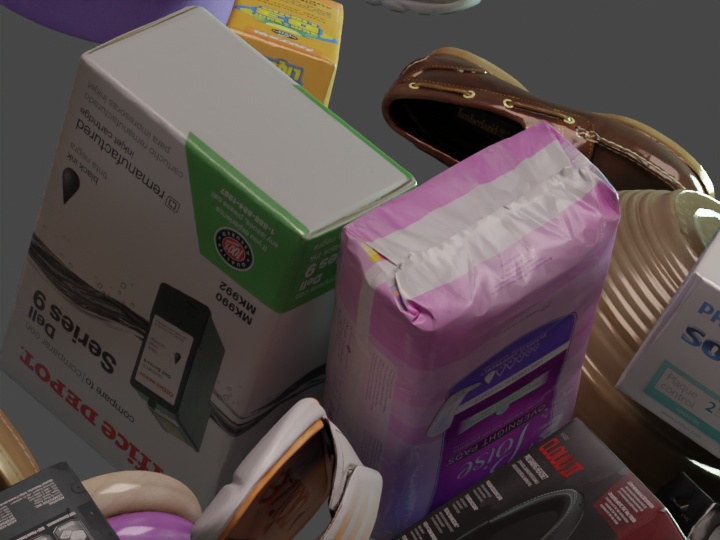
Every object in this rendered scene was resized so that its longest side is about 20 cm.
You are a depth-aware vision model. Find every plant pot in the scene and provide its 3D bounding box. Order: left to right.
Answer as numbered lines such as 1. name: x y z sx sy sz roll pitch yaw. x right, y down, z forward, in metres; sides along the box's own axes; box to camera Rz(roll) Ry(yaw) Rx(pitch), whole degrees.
1. plant pot: 0.169 0.023 1.353 0.200 0.093 0.201 35 26 -20

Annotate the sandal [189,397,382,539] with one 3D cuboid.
1. sandal: -0.021 0.109 1.139 0.059 0.079 0.207 39 -4 10

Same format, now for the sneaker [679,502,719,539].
1. sneaker: 0.190 0.167 1.215 0.199 0.075 0.116 20 70 -4

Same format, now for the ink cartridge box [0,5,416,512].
1. ink cartridge box: -0.077 0.003 1.212 0.146 0.201 0.084 38 42 21

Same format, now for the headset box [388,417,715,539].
1. headset box: 0.056 0.147 1.037 0.077 0.200 0.149 56 -1 -13

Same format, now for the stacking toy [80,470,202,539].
1. stacking toy: -0.080 0.184 1.089 0.085 0.086 0.201 -1 47 -29

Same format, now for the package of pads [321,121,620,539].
1. package of pads: 0.045 0.033 1.183 0.120 0.200 0.076 -27 61 -22

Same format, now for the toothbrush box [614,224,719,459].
1. toothbrush box: 0.231 0.020 1.238 0.146 0.085 0.200 34 38 5

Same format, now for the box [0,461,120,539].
1. box: -0.162 0.183 1.012 0.199 0.051 0.158 -27 56 -21

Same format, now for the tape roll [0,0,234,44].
1. tape roll: -0.153 -0.220 1.565 0.199 0.066 0.201 15 36 -11

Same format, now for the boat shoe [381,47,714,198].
1. boat shoe: 0.105 -0.064 1.503 0.199 0.071 0.070 23 28 15

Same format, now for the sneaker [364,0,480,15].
1. sneaker: 0.001 -0.235 1.649 0.200 0.082 0.075 36 38 18

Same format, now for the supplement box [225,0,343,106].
1. supplement box: -0.048 -0.111 1.426 0.066 0.069 0.200 17 16 -5

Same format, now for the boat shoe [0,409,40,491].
1. boat shoe: -0.198 0.049 1.197 0.064 0.071 0.200 -17 50 -40
